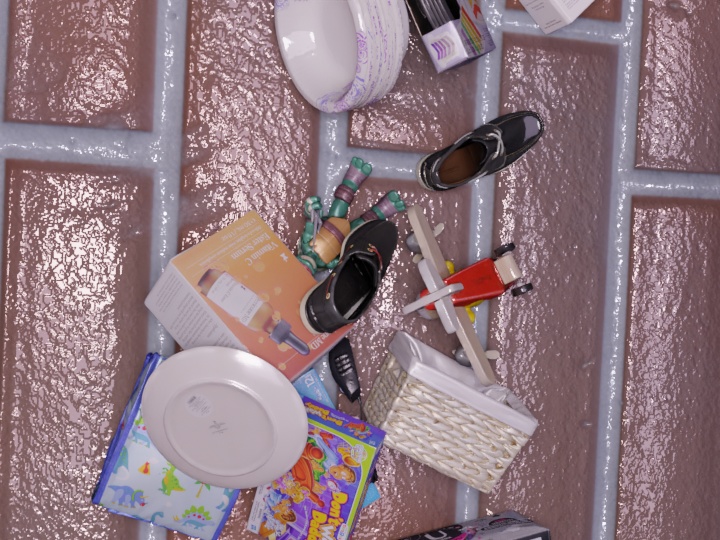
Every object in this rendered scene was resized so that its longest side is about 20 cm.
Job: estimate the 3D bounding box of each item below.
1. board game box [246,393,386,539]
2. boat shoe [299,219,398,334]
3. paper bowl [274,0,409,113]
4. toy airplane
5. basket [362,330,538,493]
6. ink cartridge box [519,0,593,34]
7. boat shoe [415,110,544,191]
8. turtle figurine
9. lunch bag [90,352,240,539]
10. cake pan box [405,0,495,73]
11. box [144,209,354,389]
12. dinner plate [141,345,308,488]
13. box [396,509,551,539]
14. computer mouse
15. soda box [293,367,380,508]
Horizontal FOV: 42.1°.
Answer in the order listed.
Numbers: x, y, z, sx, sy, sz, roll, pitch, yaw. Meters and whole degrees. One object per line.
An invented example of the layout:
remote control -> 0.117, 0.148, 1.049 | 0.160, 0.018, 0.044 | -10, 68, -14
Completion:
board game box -> -0.059, 0.271, 1.200 | 0.134, 0.045, 0.201 | 21, 114, 12
boat shoe -> 0.002, 0.002, 1.155 | 0.074, 0.063, 0.202 | 55, 45, -18
paper bowl -> -0.016, -0.308, 1.179 | 0.104, 0.200, 0.202 | -23, 97, -31
toy airplane -> 0.120, 0.034, 1.254 | 0.199, 0.141, 0.201 | 33, 51, -25
basket -> 0.113, 0.192, 1.257 | 0.199, 0.136, 0.124 | 29, 97, -13
ink cartridge box -> 0.261, -0.458, 1.298 | 0.145, 0.084, 0.200 | -44, 102, -9
boat shoe -> 0.176, -0.165, 1.299 | 0.199, 0.068, 0.072 | -27, 96, -13
turtle figurine -> -0.033, -0.046, 1.235 | 0.200, 0.100, 0.150 | -53, 122, -23
lunch bag -> -0.226, 0.225, 1.184 | 0.169, 0.127, 0.201 | 22, 77, -14
cake pan box -> 0.103, -0.356, 1.214 | 0.052, 0.200, 0.185 | -24, 96, 24
box -> -0.136, 0.054, 1.156 | 0.200, 0.106, 0.152 | 48, 47, 4
dinner plate -> -0.160, 0.178, 1.081 | 0.199, 0.024, 0.201 | 3, 115, 7
box -> 0.155, 0.423, 1.283 | 0.199, 0.115, 0.133 | -9, 93, -20
computer mouse -> -0.012, 0.185, 1.247 | 0.034, 0.059, 0.201 | -12, 72, -6
soda box -> -0.051, 0.229, 1.258 | 0.068, 0.064, 0.201 | -28, 98, -11
